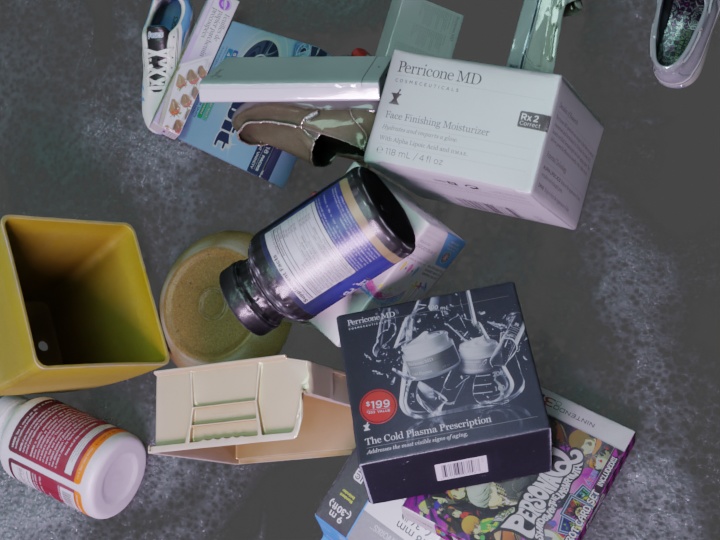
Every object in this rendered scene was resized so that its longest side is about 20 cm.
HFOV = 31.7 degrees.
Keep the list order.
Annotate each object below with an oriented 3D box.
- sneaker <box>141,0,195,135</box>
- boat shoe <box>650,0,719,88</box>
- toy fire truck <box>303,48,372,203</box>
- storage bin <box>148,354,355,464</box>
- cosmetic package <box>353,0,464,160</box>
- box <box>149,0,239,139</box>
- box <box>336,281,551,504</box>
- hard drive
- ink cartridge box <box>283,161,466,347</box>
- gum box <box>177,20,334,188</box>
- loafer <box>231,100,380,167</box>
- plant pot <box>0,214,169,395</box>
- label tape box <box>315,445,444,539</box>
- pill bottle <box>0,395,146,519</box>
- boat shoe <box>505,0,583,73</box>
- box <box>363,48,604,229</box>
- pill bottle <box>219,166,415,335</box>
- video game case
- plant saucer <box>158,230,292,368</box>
[{"bbox_3d":[-0.263,-0.279,1.680,0.072,0.072,0.201,2,82,23],"label":"sneaker"},{"bbox_3d":[0.367,-0.304,1.402,0.070,0.071,0.201,13,86,25],"label":"boat shoe"},{"bbox_3d":[-0.025,-0.159,1.563,0.200,0.049,0.141,-44,67,10],"label":"toy fire truck"},{"bbox_3d":[-0.105,0.163,1.455,0.198,0.200,0.094,-8,75,23],"label":"storage bin"},{"bbox_3d":[0.053,-0.221,1.517,0.082,0.051,0.201,18,85,-16],"label":"cosmetic package"},{"bbox_3d":[-0.216,-0.268,1.649,0.039,0.041,0.201,26,79,-16],"label":"box"},{"bbox_3d":[0.087,0.129,1.351,0.199,0.104,0.183,-11,55,2],"label":"box"},{"bbox_3d":[-0.068,-0.217,1.432,0.199,0.132,0.027,0,112,9],"label":"hard drive"},{"bbox_3d":[0.000,0.000,1.478,0.125,0.128,0.200,40,99,24],"label":"ink cartridge box"},{"bbox_3d":[-0.129,-0.211,1.584,0.200,0.044,0.170,27,92,49],"label":"gum box"},{"bbox_3d":[-0.060,-0.156,1.435,0.199,0.075,0.070,0,73,27],"label":"loafer"},{"bbox_3d":[-0.392,0.063,1.611,0.176,0.200,0.201,-32,68,37],"label":"plant pot"},{"bbox_3d":[0.030,0.290,1.444,0.144,0.063,0.200,32,94,25],"label":"label tape box"},{"bbox_3d":[-0.381,0.228,1.613,0.200,0.113,0.113,19,88,26],"label":"pill bottle"},{"bbox_3d":[0.227,-0.319,1.476,0.070,0.071,0.201,16,84,3],"label":"boat shoe"},{"bbox_3d":[0.141,-0.142,1.401,0.198,0.200,0.131,13,86,25],"label":"box"},{"bbox_3d":[-0.049,-0.016,1.370,0.200,0.112,0.112,-33,69,16],"label":"pill bottle"},{"bbox_3d":[0.171,0.219,1.363,0.181,0.036,0.200,25,65,24],"label":"video game case"},{"bbox_3d":[-0.179,0.044,1.600,0.200,0.035,0.201,-5,78,23],"label":"plant saucer"}]
